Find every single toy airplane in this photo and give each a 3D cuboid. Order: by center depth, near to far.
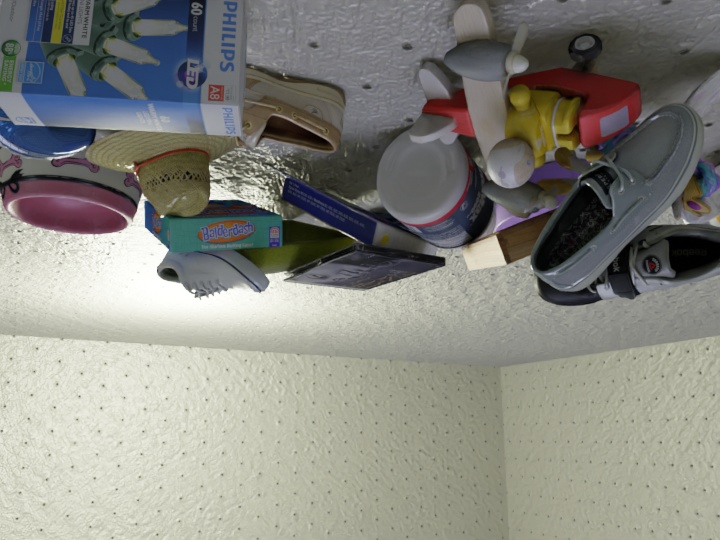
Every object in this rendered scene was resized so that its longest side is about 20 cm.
[{"bbox_3d":[0.136,-0.140,0.625,0.197,0.143,0.199,25,146,-13],"label":"toy airplane"}]

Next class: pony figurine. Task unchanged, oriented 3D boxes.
[{"bbox_3d":[0.312,-0.117,0.688,0.191,0.169,0.198,-33,-148,-25],"label":"pony figurine"}]

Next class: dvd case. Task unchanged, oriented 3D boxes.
[{"bbox_3d":[0.000,0.000,0.902,0.146,0.016,0.198,7,165,-33],"label":"dvd case"}]

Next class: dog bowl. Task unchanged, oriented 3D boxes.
[{"bbox_3d":[-0.396,-0.108,0.893,0.195,0.076,0.200,1,166,0],"label":"dog bowl"}]

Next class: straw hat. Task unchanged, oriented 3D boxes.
[{"bbox_3d":[-0.222,-0.109,0.774,0.196,0.087,0.201,-13,177,-1],"label":"straw hat"}]

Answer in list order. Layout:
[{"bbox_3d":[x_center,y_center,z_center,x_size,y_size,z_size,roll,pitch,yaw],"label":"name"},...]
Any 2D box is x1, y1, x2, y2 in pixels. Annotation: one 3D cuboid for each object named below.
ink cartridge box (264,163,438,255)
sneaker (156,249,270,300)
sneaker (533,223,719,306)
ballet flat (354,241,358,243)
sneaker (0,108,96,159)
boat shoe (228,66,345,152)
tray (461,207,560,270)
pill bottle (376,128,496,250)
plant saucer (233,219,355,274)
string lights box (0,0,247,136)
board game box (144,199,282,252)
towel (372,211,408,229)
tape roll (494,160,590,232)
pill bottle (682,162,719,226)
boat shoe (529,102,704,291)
[{"bbox_3d":[-0.017,-0.073,0.910,0.196,0.048,0.198,31,-170,38],"label":"ink cartridge box"},{"bbox_3d":[-0.205,0.010,0.890,0.197,0.072,0.073,13,153,40],"label":"sneaker"},{"bbox_3d":[0.269,-0.011,0.642,0.196,0.076,0.088,-14,175,16],"label":"sneaker"},{"bbox_3d":[-0.089,-0.036,1.185,0.195,0.069,0.068,1,166,-7],"label":"ballet flat"},{"bbox_3d":[-0.345,-0.171,0.642,0.087,0.081,0.199,-6,165,30],"label":"sneaker"},{"bbox_3d":[-0.110,-0.164,0.683,0.195,0.071,0.074,4,165,-14],"label":"boat shoe"},{"bbox_3d":[0.184,-0.037,0.757,0.097,0.038,0.200,-21,178,-2],"label":"tray"},{"bbox_3d":[0.111,-0.095,0.851,0.117,0.123,0.199,-7,165,25],"label":"pill bottle"},{"bbox_3d":[-0.137,-0.036,0.996,0.197,0.049,0.198,-9,-164,-38],"label":"plant saucer"},{"bbox_3d":[-0.198,-0.179,0.557,0.195,0.105,0.059,1,165,-7],"label":"string lights box"},{"bbox_3d":[-0.212,-0.068,0.910,0.149,0.046,0.199,-4,-166,-28],"label":"board game box"},{"bbox_3d":[0.104,-0.074,1.078,0.196,0.050,0.111,-9,163,28],"label":"towel"},{"bbox_3d":[0.298,-0.094,0.968,0.195,0.067,0.200,-1,166,0],"label":"tape roll"},{"bbox_3d":[0.518,-0.103,0.833,0.110,0.116,0.200,4,165,-15],"label":"pill bottle"},{"bbox_3d":[0.230,-0.066,0.594,0.071,0.070,0.203,13,119,-45],"label":"boat shoe"}]
